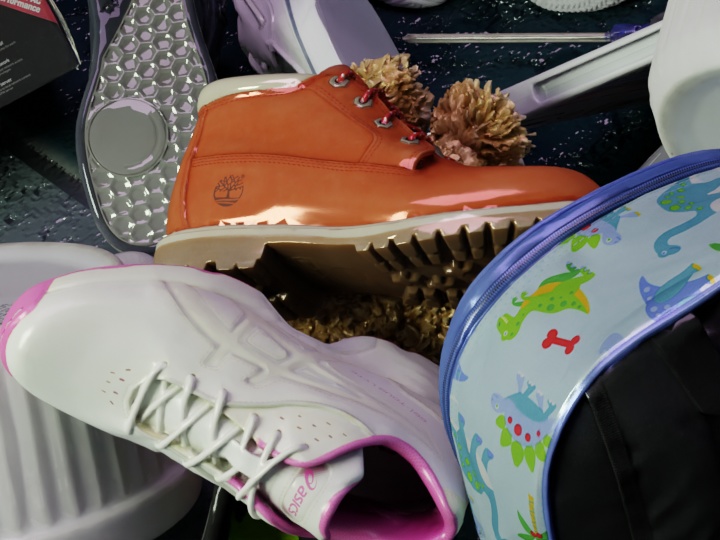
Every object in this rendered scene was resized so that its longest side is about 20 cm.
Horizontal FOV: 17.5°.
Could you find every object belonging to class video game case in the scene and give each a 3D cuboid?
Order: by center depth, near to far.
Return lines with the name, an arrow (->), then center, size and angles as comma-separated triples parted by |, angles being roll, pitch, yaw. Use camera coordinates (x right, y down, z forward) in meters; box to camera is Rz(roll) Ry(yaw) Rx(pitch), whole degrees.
video game case -> 0.158, -0.104, 1.064 | 0.143, 0.018, 0.200 | -14, -4, -44

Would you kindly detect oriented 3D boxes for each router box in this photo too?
router box -> -0.261, -0.095, 1.281 | 0.200, 0.062, 0.150 | -29, 12, -12

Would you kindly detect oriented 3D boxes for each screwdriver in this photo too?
screwdriver -> 0.116, -0.122, 1.220 | 0.200, 0.028, 0.029 | 3, 13, 28

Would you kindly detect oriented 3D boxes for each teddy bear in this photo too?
teddy bear -> 0.000, 0.000, 1.015 | 0.145, 0.067, 0.200 | 38, 93, 22

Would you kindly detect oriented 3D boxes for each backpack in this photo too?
backpack -> 0.119, 0.057, 0.864 | 0.183, 0.200, 0.147 | -30, 39, -11

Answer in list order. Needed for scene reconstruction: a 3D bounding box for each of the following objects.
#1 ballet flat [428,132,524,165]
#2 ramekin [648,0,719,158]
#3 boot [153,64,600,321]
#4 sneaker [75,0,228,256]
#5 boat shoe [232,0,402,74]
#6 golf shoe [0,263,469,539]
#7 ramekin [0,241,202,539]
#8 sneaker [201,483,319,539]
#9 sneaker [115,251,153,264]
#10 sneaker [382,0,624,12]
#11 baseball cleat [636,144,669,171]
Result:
ballet flat -> 0.004, -0.020, 1.116 | 0.072, 0.072, 0.200 | 23, 55, 41
ramekin -> 0.199, -0.067, 0.862 | 0.202, 0.202, 0.094 | 14, 66, 36
boot -> 0.012, -0.040, 0.959 | 0.200, 0.075, 0.107 | -1, 65, 20
sneaker -> -0.108, -0.092, 1.239 | 0.077, 0.146, 0.203 | -2, 75, 0
boat shoe -> -0.033, -0.131, 1.274 | 0.065, 0.074, 0.200 | -45, 40, 20
golf shoe -> -0.043, 0.056, 0.910 | 0.200, 0.075, 0.092 | 16, 29, -17
ramekin -> -0.173, 0.058, 1.010 | 0.200, 0.105, 0.200 | -6, 14, 2
sneaker -> -0.042, 0.151, 0.917 | 0.071, 0.083, 0.200 | -11, 40, 5
sneaker -> -0.190, 0.029, 1.134 | 0.200, 0.080, 0.070 | -20, 36, -1
sneaker -> 0.059, -0.206, 1.272 | 0.200, 0.115, 0.075 | 9, 46, 32
baseball cleat -> 0.103, -0.016, 1.026 | 0.200, 0.070, 0.106 | -44, 38, 2
